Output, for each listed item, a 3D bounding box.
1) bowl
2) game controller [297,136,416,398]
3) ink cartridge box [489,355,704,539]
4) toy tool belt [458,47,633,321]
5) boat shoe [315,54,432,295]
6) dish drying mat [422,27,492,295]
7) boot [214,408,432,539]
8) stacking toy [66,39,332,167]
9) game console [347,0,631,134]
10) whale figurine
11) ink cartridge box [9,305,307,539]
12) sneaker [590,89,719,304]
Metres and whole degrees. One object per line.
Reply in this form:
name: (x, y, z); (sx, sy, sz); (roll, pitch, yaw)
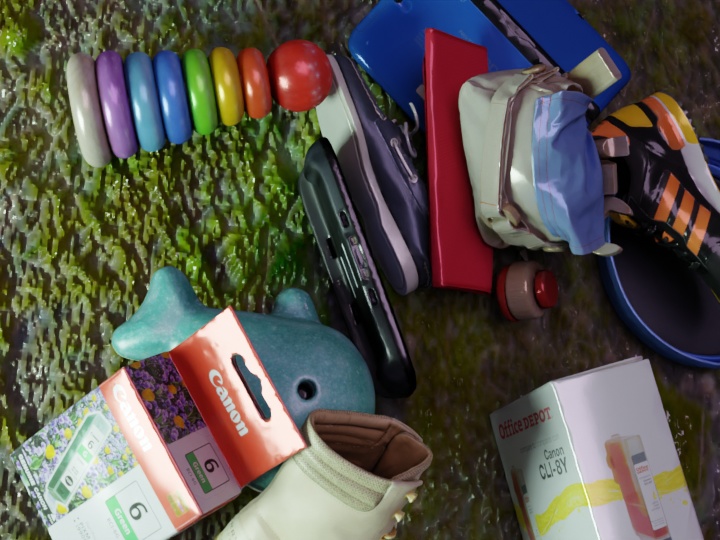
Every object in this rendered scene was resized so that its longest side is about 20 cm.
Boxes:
bowl: (0.295, -0.013, 0.992); (0.197, 0.039, 0.204); (4, 73, -13)
game controller: (0.000, 0.000, 0.875); (0.042, 0.104, 0.203); (-18, 80, -14)
ink cartridge box: (0.176, 0.181, 0.848); (0.082, 0.145, 0.203); (-10, 77, -15)
toy tool belt: (0.152, -0.061, 0.883); (0.124, 0.121, 0.203); (-27, 109, -56)
boat shoe: (0.021, -0.083, 0.921); (0.061, 0.075, 0.202); (-21, 82, -18)
dish drying mat: (0.077, -0.084, 0.908); (0.076, 0.018, 0.204); (7, 78, -45)
boot: (0.015, 0.184, 0.792); (0.198, 0.156, 0.073); (27, 27, -15)
stacking toy: (-0.118, -0.136, 0.876); (0.197, 0.085, 0.087); (-10, 77, -6)
game console: (0.116, -0.185, 1.006); (0.171, 0.118, 0.200); (-45, 88, 10)
whale figurine: (-0.079, 0.074, 0.832); (0.199, 0.104, 0.160); (36, 69, -5)
ink cartridge box: (-0.138, 0.120, 0.762); (0.110, 0.199, 0.050); (59, 31, 8)
sneaker: (0.252, -0.041, 0.939); (0.089, 0.070, 0.202); (-23, 80, -4)
